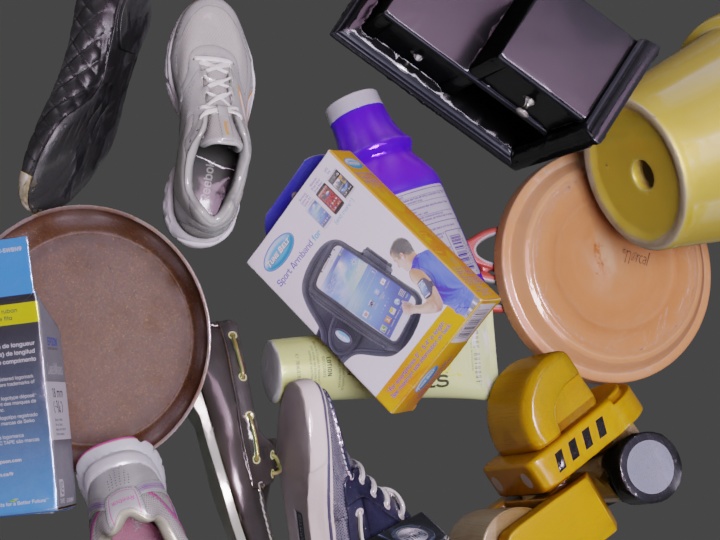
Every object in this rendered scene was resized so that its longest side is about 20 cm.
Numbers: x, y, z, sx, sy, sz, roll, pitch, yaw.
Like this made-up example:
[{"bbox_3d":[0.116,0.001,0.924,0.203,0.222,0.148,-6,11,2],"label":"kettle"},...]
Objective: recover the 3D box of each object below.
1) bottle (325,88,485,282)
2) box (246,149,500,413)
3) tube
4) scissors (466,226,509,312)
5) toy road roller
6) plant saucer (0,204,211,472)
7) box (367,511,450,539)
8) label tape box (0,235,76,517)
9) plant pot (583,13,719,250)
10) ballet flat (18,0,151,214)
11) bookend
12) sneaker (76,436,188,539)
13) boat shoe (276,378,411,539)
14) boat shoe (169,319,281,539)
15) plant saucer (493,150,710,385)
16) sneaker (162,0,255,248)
[{"bbox_3d":[0.030,-0.048,1.445,0.083,0.065,0.201,-18,77,-28],"label":"bottle"},{"bbox_3d":[0.000,0.000,1.393,0.200,0.041,0.119,44,111,19],"label":"box"},{"bbox_3d":[0.021,0.073,1.451,0.199,0.052,0.058,-3,127,-21],"label":"tube"},{"bbox_3d":[0.047,-0.011,1.483,0.199,0.014,0.073,9,82,-16],"label":"scissors"},{"bbox_3d":[0.141,0.156,1.437,0.200,0.123,0.146,-35,93,-21],"label":"toy road roller"},{"bbox_3d":[-0.208,0.051,1.361,0.199,0.034,0.201,0,89,7],"label":"plant saucer"},{"bbox_3d":[-0.009,0.300,1.381,0.200,0.044,0.161,-25,121,-18],"label":"box"},{"bbox_3d":[-0.293,0.084,1.321,0.144,0.063,0.201,-7,86,6],"label":"label tape box"},{"bbox_3d":[0.293,-0.104,1.456,0.188,0.201,0.201,-21,90,-26],"label":"plant pot"},{"bbox_3d":[-0.221,-0.136,1.407,0.066,0.057,0.201,37,72,-54],"label":"ballet flat"},{"bbox_3d":[0.101,-0.180,1.418,0.198,0.200,0.092,35,80,-11],"label":"bookend"},{"bbox_3d":[-0.157,0.227,1.332,0.081,0.088,0.200,-22,118,1],"label":"sneaker"},{"bbox_3d":[-0.008,0.176,1.411,0.092,0.075,0.201,-9,105,-23],"label":"boat shoe"},{"bbox_3d":[-0.094,0.138,1.395,0.060,0.072,0.202,-18,87,-13],"label":"boat shoe"},{"bbox_3d":[0.209,-0.004,1.514,0.200,0.032,0.201,3,81,-21],"label":"plant saucer"},{"bbox_3d":[-0.111,-0.121,1.407,0.075,0.092,0.201,1,84,-17],"label":"sneaker"}]
